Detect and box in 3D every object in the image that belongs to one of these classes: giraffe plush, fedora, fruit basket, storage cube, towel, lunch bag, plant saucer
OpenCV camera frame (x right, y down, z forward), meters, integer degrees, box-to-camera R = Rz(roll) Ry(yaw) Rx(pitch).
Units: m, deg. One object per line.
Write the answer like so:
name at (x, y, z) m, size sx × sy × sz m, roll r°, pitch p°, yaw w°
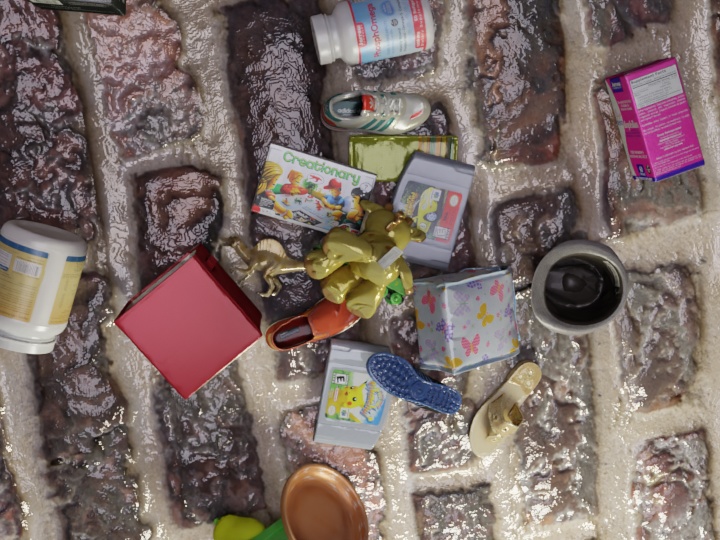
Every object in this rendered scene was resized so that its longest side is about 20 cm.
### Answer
giraffe plush at (0.023, -0.041, 1.522) m, size 0.200 × 0.162 × 0.173 m, roll -23°, pitch 116°, yaw 36°
fedora at (0.391, 0.026, 1.624) m, size 0.199 × 0.090 × 0.178 m, roll 0°, pitch 100°, yaw -12°
fruit basket at (-0.186, 0.533, 1.611) m, size 0.215 × 0.216 × 0.156 m, roll -7°, pitch 101°, yaw -5°
storage cube at (-0.292, 0.084, 1.522) m, size 0.200 × 0.171 × 0.180 m, roll -40°, pitch 102°, yaw 0°
towel at (0.078, -0.203, 1.595) m, size 0.199 × 0.018 × 0.087 m, roll 0°, pitch 98°, yaw -6°
lunch bag at (0.201, 0.086, 1.595) m, size 0.199 × 0.127 × 0.170 m, roll -12°, pitch 98°, yaw -32°
plant saucer at (-0.070, 0.453, 1.605) m, size 0.200 × 0.200 × 0.037 m, roll 46°, pitch 125°, yaw -10°

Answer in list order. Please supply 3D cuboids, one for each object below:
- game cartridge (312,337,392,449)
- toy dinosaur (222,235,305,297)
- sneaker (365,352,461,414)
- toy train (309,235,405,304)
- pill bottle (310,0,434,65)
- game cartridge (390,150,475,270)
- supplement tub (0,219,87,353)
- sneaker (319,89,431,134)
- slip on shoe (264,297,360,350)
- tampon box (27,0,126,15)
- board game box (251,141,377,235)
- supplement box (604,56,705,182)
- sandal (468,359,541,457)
game cartridge at (-0.008, 0.233, 1.643) m, size 0.133 × 0.040 × 0.201 m, roll 8°, pitch 98°, yaw -11°
toy dinosaur at (-0.158, -0.005, 1.580) m, size 0.199 × 0.058 × 0.102 m, roll 15°, pitch 95°, yaw -8°
sneaker at (0.087, 0.210, 1.615) m, size 0.200 × 0.078 × 0.070 m, roll 31°, pitch 76°, yaw -17°
toy train at (0.000, 0.000, 1.600) m, size 0.199 × 0.042 × 0.057 m, roll 29°, pitch 80°, yaw -14°
pill bottle at (0.019, -0.415, 1.511) m, size 0.199 × 0.109 × 0.109 m, roll -13°, pitch 100°, yaw -4°
game cartridge at (0.120, -0.109, 1.596) m, size 0.132 × 0.041 × 0.201 m, roll 13°, pitch 102°, yaw -4°
supplement tub at (-0.560, 0.027, 1.498) m, size 0.144 × 0.145 × 0.201 m, roll 17°, pitch 96°, yaw -8°
sneaker at (0.029, -0.279, 1.536) m, size 0.199 × 0.093 × 0.071 m, roll -1°, pitch 90°, yaw -5°
slip on shoe at (-0.079, 0.096, 1.601) m, size 0.199 × 0.061 × 0.074 m, roll -22°, pitch 98°, yaw -4°
tampon box at (-0.464, -0.532, 1.434) m, size 0.149 × 0.126 × 0.201 m, roll 2°, pitch 98°, yaw -7°
board game box at (-0.083, -0.141, 1.573) m, size 0.199 × 0.035 × 0.127 m, roll 16°, pitch 102°, yaw -8°
supplement box at (0.531, -0.271, 1.589) m, size 0.103 × 0.101 × 0.201 m, roll -19°, pitch 99°, yaw -2°
sandal at (0.276, 0.268, 1.659) m, size 0.077 × 0.070 × 0.212 m, roll 31°, pitch 94°, yaw -9°
